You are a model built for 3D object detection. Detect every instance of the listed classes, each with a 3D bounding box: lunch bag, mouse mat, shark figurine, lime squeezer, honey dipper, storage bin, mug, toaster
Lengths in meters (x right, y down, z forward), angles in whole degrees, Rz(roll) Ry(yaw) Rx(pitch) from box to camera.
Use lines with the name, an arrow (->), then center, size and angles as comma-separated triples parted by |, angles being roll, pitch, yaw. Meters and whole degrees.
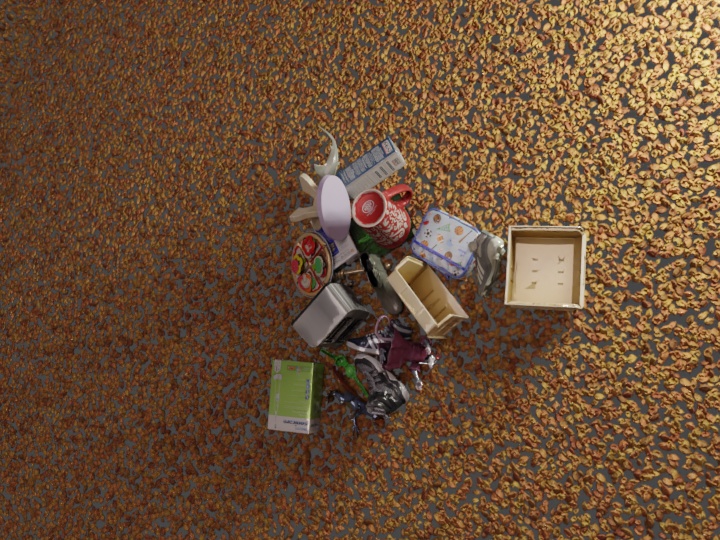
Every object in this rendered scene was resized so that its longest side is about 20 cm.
lunch bag -> 0.249, -0.069, 1.686 | 0.197, 0.075, 0.164 | 31, 95, 25
mouse mat -> 0.063, -0.129, 1.808 | 0.196, 0.007, 0.165 | -30, 71, 14
shark figurine -> -0.111, -0.337, 1.851 | 0.127, 0.087, 0.223 | 13, 92, 54
lime squeezer -> -0.041, 0.288, 1.750 | 0.038, 0.071, 0.200 | -44, 97, -5
honey dipper -> 0.000, 0.000, 1.799 | 0.193, 0.038, 0.039 | -10, 77, 16
storage bin -> 0.486, -0.003, 1.555 | 0.192, 0.093, 0.208 | 2, 81, 23
mug -> 0.061, -0.174, 1.705 | 0.129, 0.199, 0.184 | 12, 85, 23
storage bin -> 0.182, 0.077, 1.620 | 0.093, 0.197, 0.202 | -41, 69, 14
toaster -> -0.080, 0.130, 1.731 | 0.201, 0.180, 0.119 | -47, 71, 9

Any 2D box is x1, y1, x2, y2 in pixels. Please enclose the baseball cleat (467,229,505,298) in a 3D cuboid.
baseball cleat -> 0.333, -0.023, 1.602 | 0.106, 0.069, 0.204 | 38, 140, 30

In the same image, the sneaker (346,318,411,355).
sneaker -> 0.057, 0.189, 1.720 | 0.193, 0.070, 0.113 | 7, 88, 16

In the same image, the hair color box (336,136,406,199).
hair color box -> 0.032, -0.308, 1.800 | 0.197, 0.100, 0.062 | -32, 67, 14

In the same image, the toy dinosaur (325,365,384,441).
toy dinosaur -> -0.011, 0.381, 1.711 | 0.175, 0.105, 0.207 | 8, 71, 3

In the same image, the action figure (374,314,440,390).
action figure -> 0.133, 0.228, 1.640 | 0.137, 0.195, 0.150 | -64, 32, 20

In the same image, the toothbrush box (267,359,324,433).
toothbrush box -> -0.193, 0.377, 1.783 | 0.141, 0.086, 0.208 | 0, 80, 22

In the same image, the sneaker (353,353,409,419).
sneaker -> 0.036, 0.330, 1.678 | 0.198, 0.077, 0.113 | 37, 59, 20

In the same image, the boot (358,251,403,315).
boot -> 0.053, 0.043, 1.702 | 0.066, 0.130, 0.205 | -27, 86, 14

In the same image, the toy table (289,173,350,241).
toy table -> -0.114, -0.191, 1.761 | 0.114, 0.183, 0.206 | 14, 123, 34

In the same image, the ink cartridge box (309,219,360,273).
ink cartridge box -> -0.080, -0.100, 1.831 | 0.093, 0.037, 0.203 | -32, 61, 8

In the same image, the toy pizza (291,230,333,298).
toy pizza -> -0.157, -0.018, 1.825 | 0.196, 0.031, 0.208 | 3, 94, 44
